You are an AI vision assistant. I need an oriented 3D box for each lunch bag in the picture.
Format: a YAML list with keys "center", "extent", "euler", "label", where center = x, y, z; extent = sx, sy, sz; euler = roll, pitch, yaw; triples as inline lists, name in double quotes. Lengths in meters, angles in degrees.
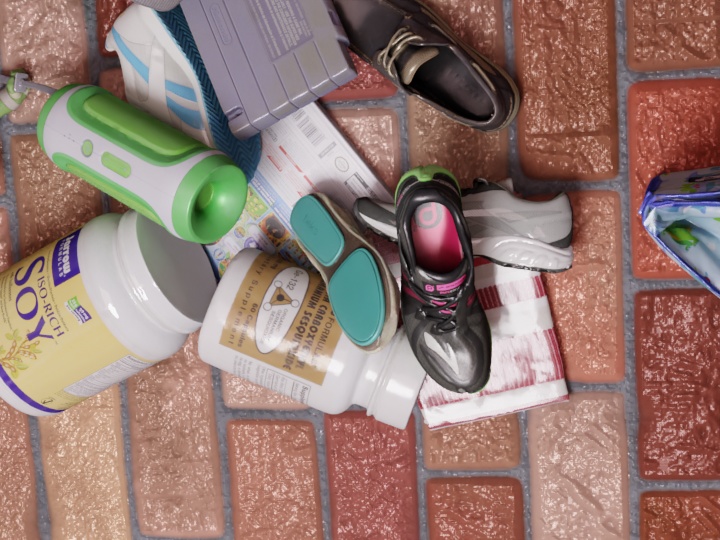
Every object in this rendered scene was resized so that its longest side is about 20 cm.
- center: [0.329, -0.026, 1.135]
  extent: [0.199, 0.170, 0.128]
  euler: [23, 104, 9]
  label: "lunch bag"

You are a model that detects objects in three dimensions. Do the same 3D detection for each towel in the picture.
- center: [0.103, 0.039, 1.271]
  extent: [0.143, 0.023, 0.201]
  euler: [-13, 98, 13]
  label: "towel"

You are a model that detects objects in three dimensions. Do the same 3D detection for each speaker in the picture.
- center: [-0.194, -0.097, 1.205]
  extent: [0.200, 0.088, 0.089]
  euler: [29, 106, 31]
  label: "speaker"

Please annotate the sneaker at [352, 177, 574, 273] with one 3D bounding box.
- center: [0.093, -0.048, 1.215]
  extent: [0.199, 0.074, 0.080]
  euler: [8, 93, 2]
  label: "sneaker"

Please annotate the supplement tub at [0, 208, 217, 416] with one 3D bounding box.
- center: [-0.248, 0.035, 1.271]
  extent: [0.200, 0.145, 0.146]
  euler: [-28, 94, 20]
  label: "supplement tub"

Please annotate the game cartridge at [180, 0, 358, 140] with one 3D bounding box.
- center: [-0.091, -0.233, 1.226]
  extent: [0.129, 0.038, 0.201]
  euler: [-26, 74, 12]
  label: "game cartridge"

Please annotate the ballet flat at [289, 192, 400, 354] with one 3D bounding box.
- center: [0.000, 0.000, 1.192]
  extent: [0.067, 0.062, 0.200]
  euler: [-49, 43, 21]
  label: "ballet flat"

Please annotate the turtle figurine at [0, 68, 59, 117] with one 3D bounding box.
- center: [-0.383, -0.179, 1.272]
  extent: [0.144, 0.200, 0.194]
  euler: [-35, 87, -19]
  label: "turtle figurine"

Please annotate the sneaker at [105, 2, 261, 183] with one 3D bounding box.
- center: [-0.162, -0.157, 1.262]
  extent: [0.081, 0.076, 0.201]
  euler: [-34, 81, 30]
  label: "sneaker"

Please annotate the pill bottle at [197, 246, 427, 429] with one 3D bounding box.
- center: [-0.036, 0.065, 1.239]
  extent: [0.199, 0.114, 0.115]
  euler: [22, 104, 5]
  label: "pill bottle"

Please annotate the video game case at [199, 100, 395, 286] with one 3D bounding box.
- center: [-0.083, -0.056, 1.293]
  extent: [0.200, 0.018, 0.143]
  euler: [-40, 91, 15]
  label: "video game case"

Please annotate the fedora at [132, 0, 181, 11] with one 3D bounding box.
- center: [-0.177, -0.290, 1.176]
  extent: [0.090, 0.176, 0.200]
  euler: [-57, 43, 34]
  label: "fedora"

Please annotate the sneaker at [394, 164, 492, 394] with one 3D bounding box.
- center: [0.064, 0.014, 1.145]
  extent: [0.076, 0.084, 0.201]
  euler: [-13, 104, 8]
  label: "sneaker"

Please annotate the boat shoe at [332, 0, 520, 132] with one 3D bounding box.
- center: [0.054, -0.192, 1.211]
  extent: [0.200, 0.073, 0.075]
  euler: [31, 104, 5]
  label: "boat shoe"
